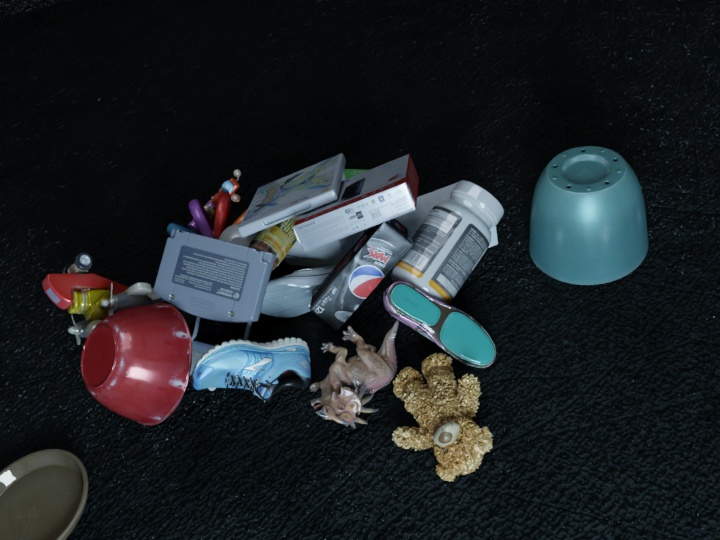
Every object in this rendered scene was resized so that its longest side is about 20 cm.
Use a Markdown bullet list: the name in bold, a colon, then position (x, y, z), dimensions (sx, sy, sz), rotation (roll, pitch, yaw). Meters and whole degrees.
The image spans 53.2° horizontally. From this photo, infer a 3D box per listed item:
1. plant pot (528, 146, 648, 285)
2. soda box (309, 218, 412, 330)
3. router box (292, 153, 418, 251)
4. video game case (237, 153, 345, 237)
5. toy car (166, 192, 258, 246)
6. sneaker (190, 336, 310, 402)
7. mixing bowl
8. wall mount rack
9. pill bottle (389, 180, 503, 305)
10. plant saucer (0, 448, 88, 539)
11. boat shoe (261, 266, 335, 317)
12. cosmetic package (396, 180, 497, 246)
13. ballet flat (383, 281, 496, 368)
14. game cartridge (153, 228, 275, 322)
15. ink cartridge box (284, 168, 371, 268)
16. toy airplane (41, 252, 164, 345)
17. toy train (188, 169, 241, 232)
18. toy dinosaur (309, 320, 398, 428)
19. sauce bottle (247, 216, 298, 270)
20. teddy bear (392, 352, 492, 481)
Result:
- **plant pot**: position (0.374, -0.104, 1.189), dimensions (0.198, 0.162, 0.202), rotation (-9, 43, 9)
- **soda box**: position (0.000, 0.000, 1.197), dimensions (0.200, 0.063, 0.071), rotation (-49, 13, 17)
- **router box**: position (-0.003, -0.116, 1.207), dimensions (0.198, 0.049, 0.180), rotation (-21, 19, 13)
- **video game case**: position (-0.117, -0.137, 1.273), dimensions (0.180, 0.022, 0.201), rotation (-20, 23, 13)
- **toy car**: position (-0.271, -0.065, 1.341), dimensions (0.198, 0.152, 0.175), rotation (-18, 6, -5)
- **sneaker**: position (-0.166, 0.161, 1.129), dimensions (0.197, 0.079, 0.091), rotation (-6, 52, -21)
- **mixing bowl**: position (-0.374, 0.143, 1.153), dimensions (0.198, 0.108, 0.203), rotation (-11, 72, 36)
- **wall mount rack**: position (-0.260, 0.116, 1.242), dimensions (0.198, 0.075, 0.174), rotation (11, 47, 27)
- **pill bottle**: position (0.146, -0.041, 1.195), dimensions (0.116, 0.116, 0.201), rotation (29, 79, 40)
- **plant saucer**: position (-0.505, 0.367, 1.096), dimensions (0.197, 0.030, 0.201), rotation (-9, 42, 9)
- **boat shoe**: position (-0.096, 0.034, 1.287), dimensions (0.197, 0.074, 0.067), rotation (-5, 27, 0)
- **cosmetic package**: position (0.132, -0.076, 1.325), dimensions (0.198, 0.052, 0.151), rotation (-20, 41, -2)
- **ballet flat**: position (0.121, 0.085, 1.128), dimensions (0.199, 0.071, 0.070), rotation (32, 76, 1)
- **game cartridge**: position (-0.249, 0.014, 1.212), dimensions (0.198, 0.041, 0.135), rotation (14, 90, 18)
- **ink cartridge box**: position (-0.057, -0.104, 1.394), dimensions (0.144, 0.085, 0.201), rotation (5, 48, 25)
- **toy airplane**: position (-0.448, 0.072, 1.291), dimensions (0.196, 0.201, 0.143), rotation (2, 60, 5)
- **toy train**: position (-0.281, -0.130, 1.462), dimensions (0.151, 0.056, 0.200), rotation (-50, 12, -3)
- **toy dinosaur**: position (0.002, 0.165, 1.095), dimensions (0.199, 0.087, 0.135), rotation (-30, 43, -21)
- **sauce bottle**: position (-0.131, -0.085, 1.291), dimensions (0.065, 0.066, 0.201), rotation (10, 50, 28)
- **teddy bear**: position (0.111, 0.198, 1.031), dimensions (0.143, 0.067, 0.201), rotation (-12, 42, 11)
